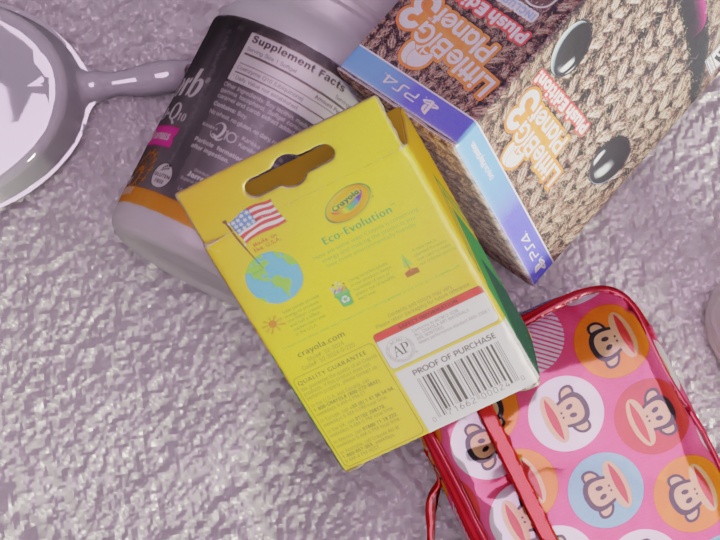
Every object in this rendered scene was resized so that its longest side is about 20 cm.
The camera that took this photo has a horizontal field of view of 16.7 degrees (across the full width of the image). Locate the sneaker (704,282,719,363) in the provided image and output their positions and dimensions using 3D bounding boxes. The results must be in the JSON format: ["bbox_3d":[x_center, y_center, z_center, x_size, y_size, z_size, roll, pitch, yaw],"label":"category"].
[{"bbox_3d":[0.274,0.085,1.432,0.078,0.099,0.201,-35,86,-8],"label":"sneaker"}]

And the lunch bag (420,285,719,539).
[{"bbox_3d":[0.117,0.126,1.428,0.175,0.082,0.201,-27,83,-4],"label":"lunch bag"}]

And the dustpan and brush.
[{"bbox_3d":[-0.189,-0.106,1.455,0.198,0.057,0.141,-9,84,1],"label":"dustpan and brush"}]

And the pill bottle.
[{"bbox_3d":[-0.052,-0.085,1.425,0.116,0.116,0.201,27,80,0],"label":"pill bottle"}]

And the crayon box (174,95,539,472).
[{"bbox_3d":[0.000,0.000,1.338,0.126,0.051,0.201,-25,118,10],"label":"crayon box"}]

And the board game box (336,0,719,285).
[{"bbox_3d":[0.108,-0.124,1.408,0.097,0.160,0.200,35,79,34],"label":"board game box"}]
